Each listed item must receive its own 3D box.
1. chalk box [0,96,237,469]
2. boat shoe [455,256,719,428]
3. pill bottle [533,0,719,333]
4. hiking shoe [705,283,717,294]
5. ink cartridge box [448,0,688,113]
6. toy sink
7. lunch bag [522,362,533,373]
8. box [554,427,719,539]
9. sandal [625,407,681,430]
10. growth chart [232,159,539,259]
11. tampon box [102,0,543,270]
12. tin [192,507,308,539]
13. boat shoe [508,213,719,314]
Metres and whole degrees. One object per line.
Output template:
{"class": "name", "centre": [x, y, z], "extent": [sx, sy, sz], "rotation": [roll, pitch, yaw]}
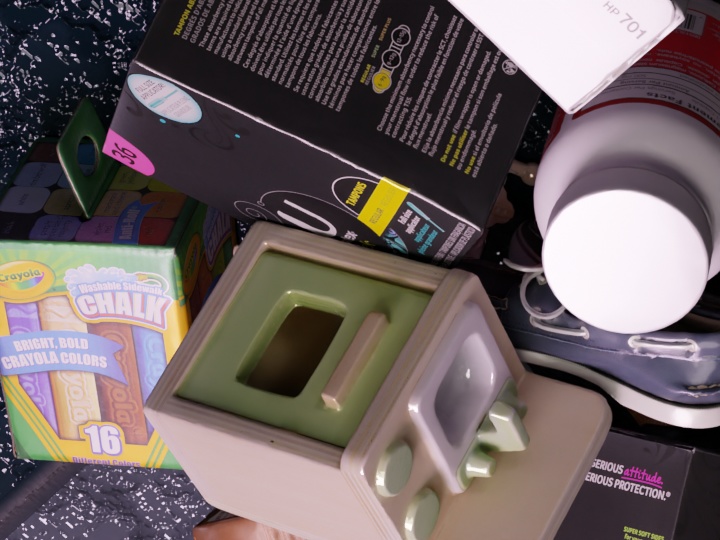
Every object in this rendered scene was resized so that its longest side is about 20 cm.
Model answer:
{"class": "chalk box", "centre": [-0.143, -0.001, 1.572], "extent": [0.123, 0.125, 0.201], "rotation": [3, 124, 12]}
{"class": "boat shoe", "centre": [0.119, 0.024, 1.450], "extent": [0.199, 0.075, 0.062], "rotation": [25, 123, 36]}
{"class": "pill bottle", "centre": [0.152, -0.057, 1.413], "extent": [0.112, 0.200, 0.113], "rotation": [7, 124, 10]}
{"class": "hiking shoe", "centre": [0.263, -0.003, 1.479], "extent": [0.200, 0.101, 0.076], "rotation": [-33, 109, 29]}
{"class": "ink cartridge box", "centre": [0.095, -0.193, 1.341], "extent": [0.146, 0.200, 0.086], "rotation": [42, 122, -13]}
{"class": "toy sink", "centre": [0.010, 0.070, 1.407], "extent": [0.199, 0.131, 0.112], "rotation": [16, 153, 31]}
{"class": "lunch bag", "centre": [0.054, 0.162, 1.609], "extent": [0.159, 0.077, 0.201], "rotation": [-15, 101, 0]}
{"class": "box", "centre": [0.171, 0.198, 1.532], "extent": [0.124, 0.148, 0.201], "rotation": [11, 88, 49]}
{"class": "sandal", "centre": [0.190, 0.075, 1.557], "extent": [0.199, 0.080, 0.054], "rotation": [31, 79, -11]}
{"class": "growth chart", "centre": [0.000, 0.000, 1.530], "extent": [0.144, 0.018, 0.201], "rotation": [26, 93, -13]}
{"class": "tampon box", "centre": [-0.018, -0.094, 1.423], "extent": [0.199, 0.127, 0.150], "rotation": [25, 160, -3]}
{"class": "tin", "centre": [0.001, 0.128, 1.506], "extent": [0.199, 0.112, 0.042], "rotation": [-18, 96, 9]}
{"class": "boat shoe", "centre": [0.167, 0.000, 1.492], "extent": [0.200, 0.070, 0.067], "rotation": [30, 125, 38]}
